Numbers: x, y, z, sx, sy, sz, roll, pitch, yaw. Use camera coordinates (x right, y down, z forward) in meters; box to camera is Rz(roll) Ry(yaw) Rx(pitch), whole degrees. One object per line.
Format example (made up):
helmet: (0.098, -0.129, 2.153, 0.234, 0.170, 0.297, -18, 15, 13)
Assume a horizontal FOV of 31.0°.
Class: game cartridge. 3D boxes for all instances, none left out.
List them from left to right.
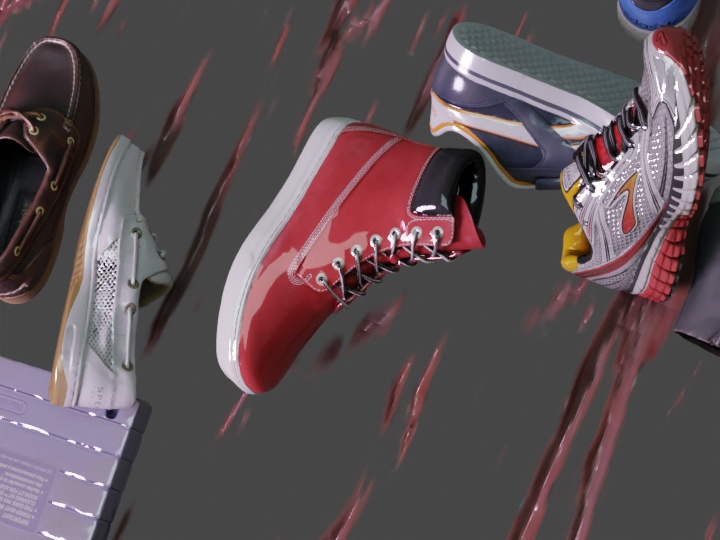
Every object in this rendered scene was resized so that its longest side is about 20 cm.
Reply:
game cartridge: (-0.253, 0.125, 0.888, 0.198, 0.038, 0.131, 16, 81, 14)

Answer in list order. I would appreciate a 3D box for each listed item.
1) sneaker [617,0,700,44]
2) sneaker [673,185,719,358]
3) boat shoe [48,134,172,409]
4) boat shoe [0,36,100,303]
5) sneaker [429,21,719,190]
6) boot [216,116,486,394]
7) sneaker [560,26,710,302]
sneaker: (0.226, -0.263, 0.875, 0.076, 0.111, 0.202, 22, 78, 16)
sneaker: (0.300, 0.026, 0.802, 0.198, 0.075, 0.107, 18, 82, 24)
boat shoe: (-0.163, 0.003, 0.894, 0.068, 0.071, 0.202, 12, 64, -12)
boat shoe: (-0.236, -0.080, 0.927, 0.069, 0.070, 0.203, 3, 73, 12)
sneaker: (0.140, -0.092, 0.861, 0.198, 0.079, 0.080, 23, 123, 2)
boot: (0.000, 0.000, 0.839, 0.143, 0.072, 0.202, 18, 74, 34)
sneaker: (0.162, -0.057, 0.778, 0.081, 0.201, 0.078, 9, 46, 7)
